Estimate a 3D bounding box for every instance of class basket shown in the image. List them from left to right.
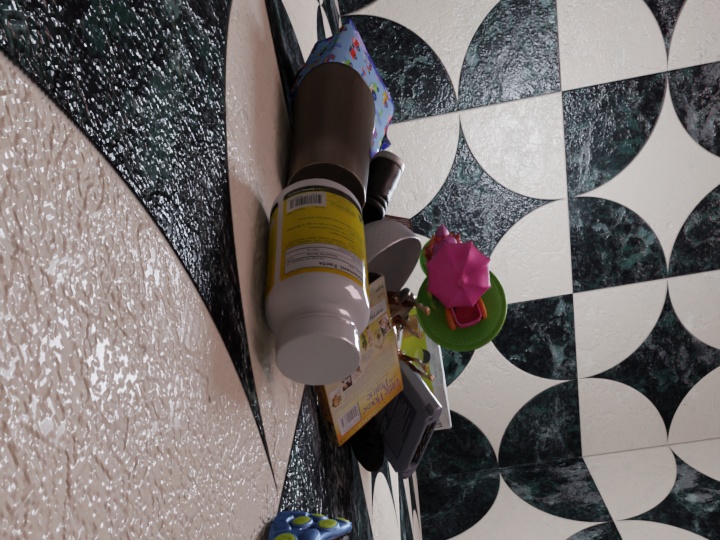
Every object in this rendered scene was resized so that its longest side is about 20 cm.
[{"bbox_3d":[-0.044,-0.170,0.888,0.184,0.131,0.204,94,-1,-46],"label":"basket"}]

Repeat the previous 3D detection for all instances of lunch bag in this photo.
[{"bbox_3d":[-0.007,-0.286,1.027,0.200,0.092,0.153,45,45,-30],"label":"lunch bag"}]

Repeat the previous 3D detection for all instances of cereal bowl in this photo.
[{"bbox_3d":[0.000,0.000,0.935,0.083,0.199,0.201,43,-11,23],"label":"cereal bowl"}]

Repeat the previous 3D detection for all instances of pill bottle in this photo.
[{"bbox_3d":[-0.046,0.010,0.642,0.114,0.109,0.204,75,8,-49],"label":"pill bottle"}]

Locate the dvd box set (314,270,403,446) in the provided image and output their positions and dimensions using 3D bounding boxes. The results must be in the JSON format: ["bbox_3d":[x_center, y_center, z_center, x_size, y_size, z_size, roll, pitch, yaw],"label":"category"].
[{"bbox_3d":[-0.007,0.124,0.852,0.145,0.029,0.205,-34,125,-34],"label":"dvd box set"}]

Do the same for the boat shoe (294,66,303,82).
[{"bbox_3d":[-0.067,-0.257,1.076,0.066,0.072,0.207,6,75,-79],"label":"boat shoe"}]

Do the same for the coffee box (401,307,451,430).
[{"bbox_3d":[0.092,0.233,1.372,0.202,0.191,0.204,72,11,-50],"label":"coffee box"}]

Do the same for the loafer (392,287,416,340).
[{"bbox_3d":[0.039,0.110,1.050,0.062,0.200,0.072,39,32,-7],"label":"loafer"}]

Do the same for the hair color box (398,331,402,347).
[{"bbox_3d":[0.035,0.161,1.167,0.098,0.059,0.207,-14,113,-66],"label":"hair color box"}]

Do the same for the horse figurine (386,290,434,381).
[{"bbox_3d":[0.048,0.101,0.938,0.050,0.130,0.205,-43,136,-40],"label":"horse figurine"}]

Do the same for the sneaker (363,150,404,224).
[{"bbox_3d":[0.008,-0.111,0.989,0.101,0.069,0.200,-62,-176,-18],"label":"sneaker"}]

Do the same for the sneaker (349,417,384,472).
[{"bbox_3d":[-0.003,0.257,1.042,0.104,0.058,0.206,9,69,-84],"label":"sneaker"}]

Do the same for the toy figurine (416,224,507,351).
[{"bbox_3d":[0.142,-0.001,0.906,0.185,0.146,0.205,67,6,-66],"label":"toy figurine"}]

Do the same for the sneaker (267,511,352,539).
[{"bbox_3d":[-0.050,0.257,0.496,0.200,0.068,0.086,10,84,-84],"label":"sneaker"}]

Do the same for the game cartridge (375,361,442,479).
[{"bbox_3d":[0.070,0.250,1.047,0.134,0.040,0.204,48,-40,33],"label":"game cartridge"}]

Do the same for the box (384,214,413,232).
[{"bbox_3d":[0.030,-0.019,1.234,0.202,0.097,0.077,115,-23,-47],"label":"box"}]
